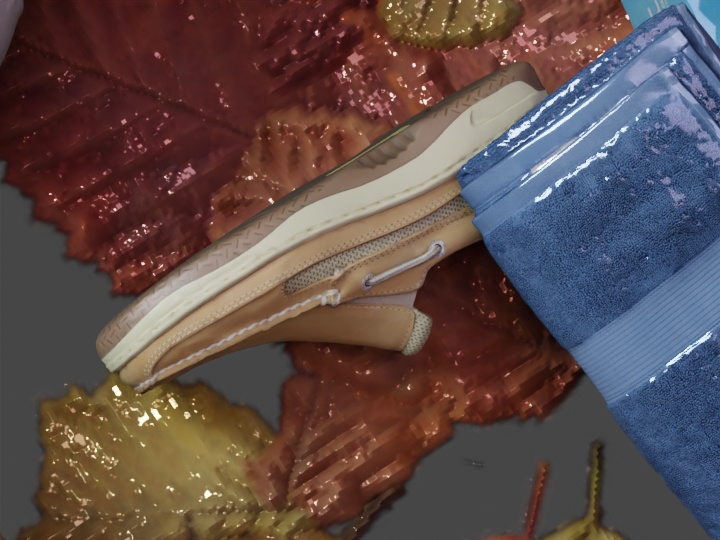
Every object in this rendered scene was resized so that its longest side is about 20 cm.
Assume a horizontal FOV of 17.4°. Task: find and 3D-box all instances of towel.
[{"bbox_3d":[0.130,0.015,0.841,0.112,0.049,0.200,-38,91,13],"label":"towel"}]

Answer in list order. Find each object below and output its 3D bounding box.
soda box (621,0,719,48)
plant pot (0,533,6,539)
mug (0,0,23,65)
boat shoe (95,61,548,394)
[{"bbox_3d":[0.153,-0.085,0.910,0.064,0.068,0.201,-21,82,-11],"label":"soda box"},{"bbox_3d":[-0.163,0.157,0.781,0.200,0.187,0.187,42,77,-12],"label":"plant pot"},{"bbox_3d":[-0.210,-0.146,0.853,0.199,0.148,0.176,-7,91,22],"label":"mug"},{"bbox_3d":[0.000,0.000,0.878,0.200,0.072,0.076,-31,95,-12],"label":"boat shoe"}]
